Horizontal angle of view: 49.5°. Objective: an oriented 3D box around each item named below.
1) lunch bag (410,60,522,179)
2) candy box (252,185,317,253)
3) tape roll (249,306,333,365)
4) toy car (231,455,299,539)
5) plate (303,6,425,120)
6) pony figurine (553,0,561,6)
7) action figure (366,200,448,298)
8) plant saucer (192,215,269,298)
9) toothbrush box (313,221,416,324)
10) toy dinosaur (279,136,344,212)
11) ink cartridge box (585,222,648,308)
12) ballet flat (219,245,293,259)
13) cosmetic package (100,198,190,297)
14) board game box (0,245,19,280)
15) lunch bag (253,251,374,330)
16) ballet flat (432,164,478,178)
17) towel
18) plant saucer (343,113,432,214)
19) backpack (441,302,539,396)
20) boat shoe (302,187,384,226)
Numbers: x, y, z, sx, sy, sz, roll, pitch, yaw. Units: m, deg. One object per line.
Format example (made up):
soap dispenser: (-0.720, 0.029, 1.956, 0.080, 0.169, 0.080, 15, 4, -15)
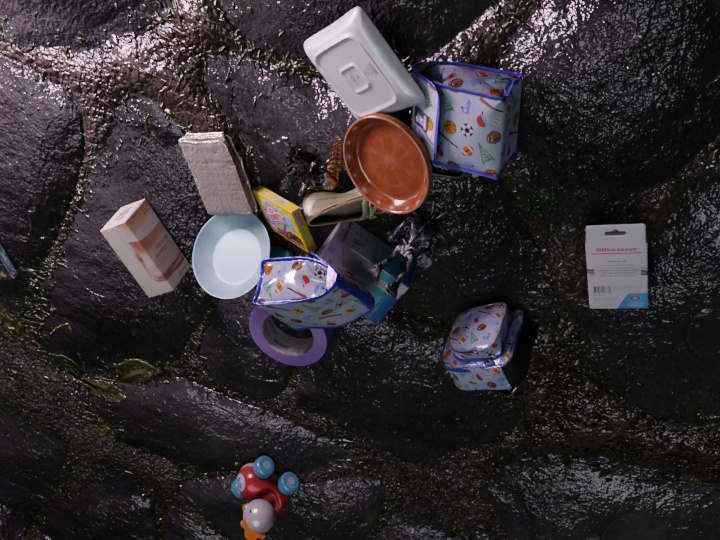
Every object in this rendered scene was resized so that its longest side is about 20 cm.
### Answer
lunch bag: (0.178, -0.276, 1.411, 0.197, 0.124, 0.173, 20, 133, 24)
candy box: (-0.160, -0.110, 1.636, 0.199, 0.026, 0.104, 31, 147, 55)
tape roll: (-0.166, 0.134, 1.883, 0.196, 0.066, 0.203, 10, 129, 12)
toy car: (-0.301, 0.682, 2.269, 0.176, 0.201, 0.184, 36, 129, -11)
plate: (-0.002, -0.355, 1.412, 0.200, 0.032, 0.199, 50, 152, -20)
pony figurine: (0.324, -0.510, 1.170, 0.192, 0.167, 0.201, -40, 92, 30)
action figure: (0.101, -0.049, 1.615, 0.118, 0.201, 0.102, 40, 173, 3)
plant saucer: (-0.283, -0.034, 1.748, 0.197, 0.206, 0.039, -2, 167, 21)
toothbrush box: (0.000, 0.000, 1.707, 0.198, 0.086, 0.147, 35, 131, -8)
toy dinosaur: (-0.089, -0.197, 1.599, 0.133, 0.103, 0.202, 19, 114, -16)
ink cartridge box: (0.501, -0.024, 1.525, 0.113, 0.067, 0.203, -1, 127, 20)
ballet flat: (-0.233, -0.022, 1.792, 0.196, 0.069, 0.076, 8, 147, 22)
cosmetic package: (-0.500, -0.051, 1.830, 0.086, 0.104, 0.202, -13, 123, 28)
board game box: (-0.999, -0.061, 2.044, 0.133, 0.028, 0.203, -4, 125, 23)
lunch bag: (-0.089, 0.043, 1.600, 0.197, 0.126, 0.169, -3, 159, 31)
ballet flat: (0.148, -0.204, 1.514, 0.196, 0.057, 0.067, 8, 130, 13)
towel: (-0.305, -0.205, 1.679, 0.130, 0.035, 0.203, 5, 128, 28)
plant saucer: (0.053, -0.204, 1.485, 0.198, 0.032, 0.203, 25, 135, 26)
backpack: (0.268, 0.172, 1.690, 0.189, 0.201, 0.155, -22, 113, 39)
boat shoe: (-0.017, -0.126, 1.589, 0.196, 0.064, 0.074, -4, 139, -12)
